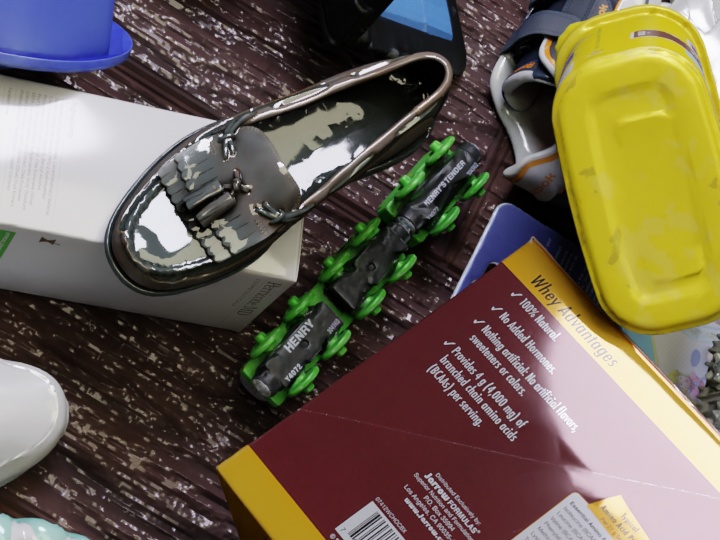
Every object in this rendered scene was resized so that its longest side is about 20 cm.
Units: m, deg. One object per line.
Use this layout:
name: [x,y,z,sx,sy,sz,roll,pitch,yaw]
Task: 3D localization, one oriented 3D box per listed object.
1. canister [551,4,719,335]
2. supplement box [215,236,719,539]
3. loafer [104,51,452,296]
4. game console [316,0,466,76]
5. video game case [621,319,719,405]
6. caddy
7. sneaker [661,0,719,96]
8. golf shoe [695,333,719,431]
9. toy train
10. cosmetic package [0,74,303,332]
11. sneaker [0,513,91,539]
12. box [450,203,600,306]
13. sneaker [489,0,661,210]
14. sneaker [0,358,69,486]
canister: [0.150,-0.056,1.107,0.086,0.200,0.149,-14,100,10]
supplement box: [0.071,0.134,1.057,0.200,0.133,0.197,-35,64,-14]
loafer: [-0.038,-0.057,1.056,0.200,0.063,0.072,-33,87,-27]
game console: [0.025,-0.228,1.190,0.116,0.176,0.201,-5,75,-23]
video game case: [0.234,0.081,1.227,0.199,0.018,0.144,8,72,-21]
caddy: [-0.209,-0.152,1.079,0.199,0.141,0.105,11,110,-12]
sneaker: [0.208,-0.108,1.292,0.099,0.075,0.201,8,65,-4]
golf shoe: [0.251,0.030,1.154,0.097,0.078,0.200,30,76,-34]
toy train: [0.000,0.000,1.174,0.042,0.056,0.200,46,63,-7]
cosmetic package: [-0.137,-0.036,1.105,0.199,0.108,0.085,12,69,-16]
sneaker: [-0.221,0.187,1.023,0.199,0.078,0.140,4,73,-10]
box: [0.133,0.061,1.218,0.200,0.032,0.121,34,64,-11]
sneaker: [0.126,-0.134,1.254,0.079,0.078,0.201,13,70,-23]
sneaker: [-0.235,0.071,1.036,0.199,0.099,0.078,-2,74,-22]
